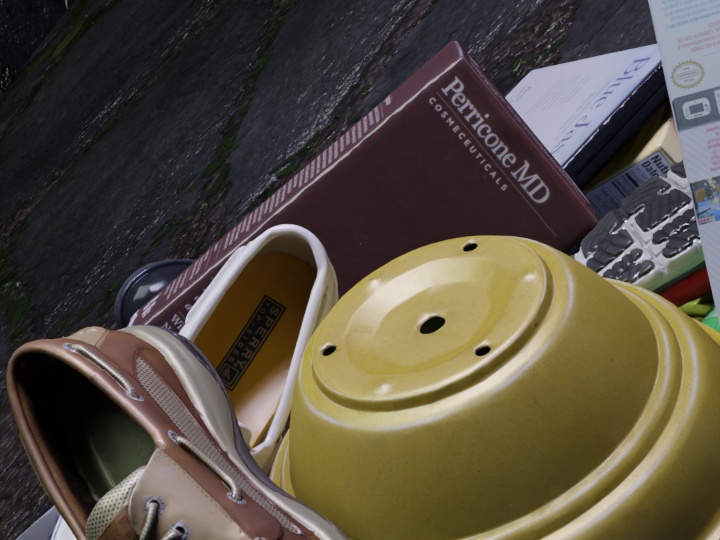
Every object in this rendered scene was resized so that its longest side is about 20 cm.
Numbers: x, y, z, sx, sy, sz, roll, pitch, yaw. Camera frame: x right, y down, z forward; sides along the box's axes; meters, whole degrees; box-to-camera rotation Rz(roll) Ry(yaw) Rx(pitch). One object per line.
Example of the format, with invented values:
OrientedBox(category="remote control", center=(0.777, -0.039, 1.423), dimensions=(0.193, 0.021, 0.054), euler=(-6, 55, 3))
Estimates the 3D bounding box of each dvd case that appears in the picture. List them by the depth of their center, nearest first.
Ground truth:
OrientedBox(category="dvd case", center=(0.086, -0.060, 1.164), dimensions=(0.143, 0.018, 0.200), euler=(-46, 13, -13))

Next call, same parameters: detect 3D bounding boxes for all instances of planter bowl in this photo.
OrientedBox(category="planter bowl", center=(0.038, 0.047, 0.798), dimensions=(0.199, 0.084, 0.201), euler=(-19, 32, 12))

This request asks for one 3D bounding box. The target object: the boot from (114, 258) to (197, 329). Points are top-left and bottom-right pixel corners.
OrientedBox(category="boot", center=(-0.033, 0.047, 1.176), dimensions=(0.066, 0.164, 0.200), euler=(-70, 19, -1))

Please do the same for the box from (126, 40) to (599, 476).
OrientedBox(category="box", center=(0.000, 0.000, 1.003), dimensions=(0.200, 0.100, 0.075), euler=(-41, 8, 6))

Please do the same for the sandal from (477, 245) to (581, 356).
OrientedBox(category="sandal", center=(0.081, 0.019, 1.047), dimensions=(0.200, 0.048, 0.076), euler=(116, 172, -78))

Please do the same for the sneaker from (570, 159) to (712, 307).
OrientedBox(category="sneaker", center=(0.173, -0.009, 0.910), dimensions=(0.199, 0.085, 0.077), euler=(-27, 23, 10))

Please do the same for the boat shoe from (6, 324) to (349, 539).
OrientedBox(category="boat shoe", center=(-0.063, 0.094, 0.759), dimensions=(0.200, 0.074, 0.076), euler=(48, 114, 37))

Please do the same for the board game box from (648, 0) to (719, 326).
OrientedBox(category="board game box", center=(0.187, -0.044, 0.744), dimensions=(0.147, 0.201, 0.064), euler=(-13, -3, 34))

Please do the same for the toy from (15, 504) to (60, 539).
OrientedBox(category="toy", center=(-0.072, 0.180, 0.898), dimensions=(0.115, 0.200, 0.047), euler=(-40, -3, 23))

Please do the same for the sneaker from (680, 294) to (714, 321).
OrientedBox(category="sneaker", center=(0.170, -0.027, 0.998), dimensions=(0.200, 0.076, 0.105), euler=(-46, 17, 3))

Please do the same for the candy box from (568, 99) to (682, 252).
OrientedBox(category="candy box", center=(0.115, -0.038, 1.179), dimensions=(0.200, 0.055, 0.116), euler=(-33, 21, 40))

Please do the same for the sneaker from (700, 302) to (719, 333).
OrientedBox(category="sneaker", center=(0.143, 0.061, 0.881), dimensions=(0.199, 0.074, 0.084), euler=(-22, 30, 34))

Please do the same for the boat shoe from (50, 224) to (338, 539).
OrientedBox(category="boat shoe", center=(-0.065, 0.070, 0.860), dimensions=(0.201, 0.071, 0.070), euler=(-59, -7, -18))
